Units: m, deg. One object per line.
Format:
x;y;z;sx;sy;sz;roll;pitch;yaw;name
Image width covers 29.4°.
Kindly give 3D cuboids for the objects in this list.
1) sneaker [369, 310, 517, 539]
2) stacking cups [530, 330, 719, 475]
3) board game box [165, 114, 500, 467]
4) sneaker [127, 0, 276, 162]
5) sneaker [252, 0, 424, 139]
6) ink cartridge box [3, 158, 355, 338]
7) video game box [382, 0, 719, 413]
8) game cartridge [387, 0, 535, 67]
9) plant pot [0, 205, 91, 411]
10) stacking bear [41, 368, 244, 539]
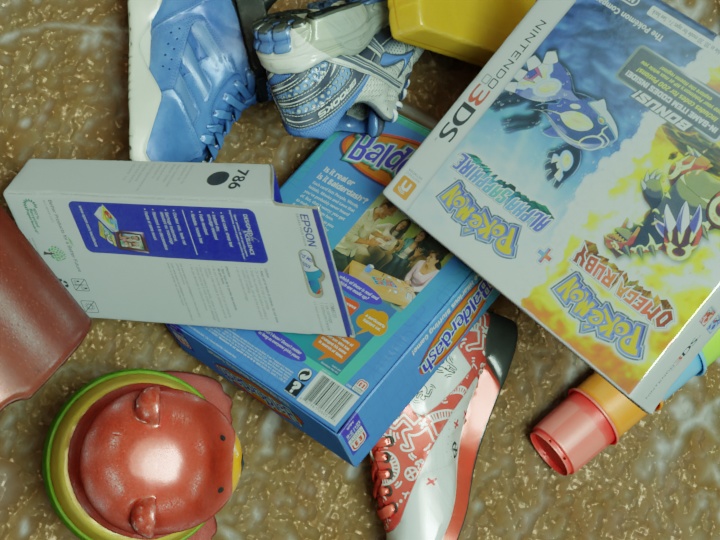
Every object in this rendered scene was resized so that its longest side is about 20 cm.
0.020;0.106;0.863;0.108;0.067;0.202;21;75;-7;sneaker
0.202;0.064;0.918;0.200;0.061;0.061;-41;92;-14;stacking cups
0.000;0.000;0.839;0.152;0.045;0.200;31;70;32;board game box
-0.088;-0.106;0.862;0.111;0.077;0.201;-2;75;-4;sneaker
-0.004;-0.128;0.859;0.200;0.077;0.085;-32;117;-57;sneaker
-0.099;-0.014;0.788;0.199;0.100;0.039;5;42;21;ink cartridge box
0.137;-0.054;0.750;0.200;0.047;0.182;41;96;33;video game box
0.056;-0.234;0.887;0.176;0.032;0.201;3;78;-57;game cartridge
-0.267;0.010;0.753;0.201;0.201;0.195;-45;102;-16;plant pot
-0.118;0.106;0.758;0.113;0.200;0.122;9;80;-12;stacking bear
